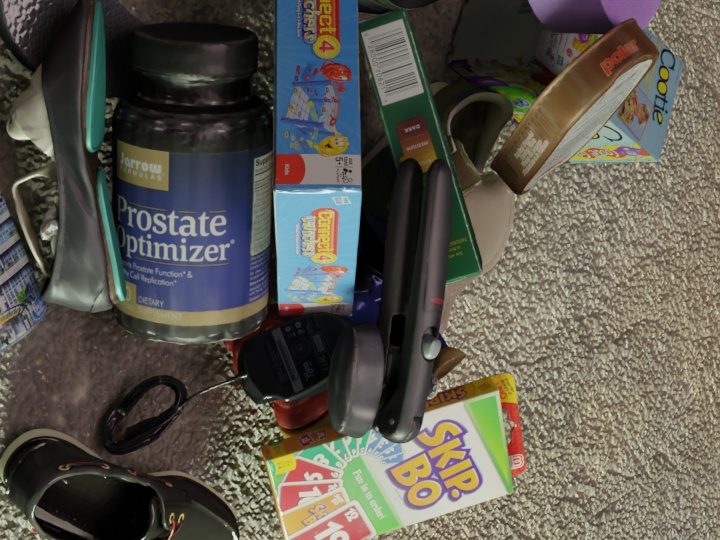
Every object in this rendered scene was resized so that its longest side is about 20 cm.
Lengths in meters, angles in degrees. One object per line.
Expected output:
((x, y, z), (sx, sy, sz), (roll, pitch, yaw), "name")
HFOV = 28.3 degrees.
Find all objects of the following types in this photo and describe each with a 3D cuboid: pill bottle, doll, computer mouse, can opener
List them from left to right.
((-0.114, -0.061, 0.973), (0.111, 0.111, 0.203), (-14, 115, -42), "pill bottle")
((-0.092, 0.085, 1.022), (0.034, 0.197, 0.059), (68, 0, -67), "computer mouse")
((0.000, 0.000, 1.093), (0.136, 0.049, 0.201), (-22, 72, -41), "doll")
((0.034, 0.021, 0.995), (0.078, 0.063, 0.203), (16, 88, -58), "can opener")

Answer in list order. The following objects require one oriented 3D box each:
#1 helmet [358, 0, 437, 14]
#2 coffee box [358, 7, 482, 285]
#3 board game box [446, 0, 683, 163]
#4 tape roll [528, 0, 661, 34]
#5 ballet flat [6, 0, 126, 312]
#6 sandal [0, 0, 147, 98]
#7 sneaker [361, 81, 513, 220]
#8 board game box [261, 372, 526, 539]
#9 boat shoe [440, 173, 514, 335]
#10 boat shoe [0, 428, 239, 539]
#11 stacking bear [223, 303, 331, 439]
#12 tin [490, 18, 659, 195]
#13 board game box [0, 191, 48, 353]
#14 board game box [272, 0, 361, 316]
((0.012, -0.289, 1.049), (0.190, 0.198, 0.202), (-41, 120, -40), "helmet")
((0.045, -0.090, 1.078), (0.123, 0.043, 0.203), (-53, 126, -84), "coffee box")
((0.186, -0.185, 1.277), (0.199, 0.102, 0.106), (31, 71, -40), "board game box")
((0.190, -0.289, 1.126), (0.199, 0.065, 0.203), (-21, 114, -58), "tape roll")
((-0.191, -0.071, 0.914), (0.072, 0.072, 0.203), (-12, 104, -42), "ballet flat")
((-0.180, -0.153, 0.981), (0.199, 0.042, 0.077), (27, 82, -51), "sandal")
((0.055, -0.080, 1.170), (0.201, 0.089, 0.067), (-56, 128, -24), "sneaker")
((0.031, 0.146, 1.069), (0.197, 0.030, 0.097), (-17, 119, -10), "board game box")
((0.063, -0.002, 1.206), (0.072, 0.059, 0.201), (44, 63, -22), "boat shoe")
((-0.159, 0.173, 0.996), (0.200, 0.063, 0.074), (31, 96, -40), "boat shoe")
((-0.018, 0.100, 1.111), (0.200, 0.121, 0.115), (44, 59, -26), "stacking bear")
((0.168, -0.125, 1.132), (0.111, 0.200, 0.042), (-33, 79, -22), "tin")
((-0.284, -0.020, 0.848), (0.200, 0.061, 0.202), (-42, 122, -47), "board game box")
((-0.031, -0.097, 0.987), (0.055, 0.201, 0.199), (0, 66, -2), "board game box")
